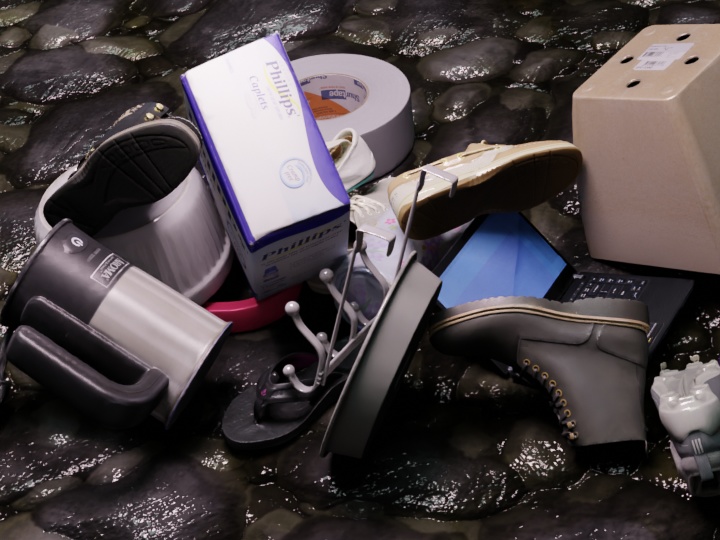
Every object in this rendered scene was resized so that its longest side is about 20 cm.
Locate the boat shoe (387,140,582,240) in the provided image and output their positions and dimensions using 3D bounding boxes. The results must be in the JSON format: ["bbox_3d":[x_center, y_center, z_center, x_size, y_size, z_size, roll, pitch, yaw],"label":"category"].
[{"bbox_3d":[0.120,-0.094,1.716,0.199,0.074,0.067,-16,45,-16],"label":"boat shoe"}]

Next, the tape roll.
[{"bbox_3d":[-0.038,-0.172,2.012,0.198,0.067,0.201,-5,35,3],"label":"tape roll"}]

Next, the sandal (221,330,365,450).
[{"bbox_3d":[-0.053,0.100,1.650,0.200,0.048,0.075,-32,43,-30],"label":"sandal"}]

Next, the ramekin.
[{"bbox_3d":[-0.235,-0.037,1.772,0.198,0.106,0.201,-9,37,7],"label":"ramekin"}]

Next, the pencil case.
[{"bbox_3d":[0.050,-0.020,1.770,0.090,0.084,0.200,19,42,18],"label":"pencil case"}]

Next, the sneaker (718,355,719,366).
[{"bbox_3d":[0.424,0.083,1.568,0.199,0.075,0.087,6,32,35],"label":"sneaker"}]

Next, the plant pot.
[{"bbox_3d":[0.322,-0.133,1.730,0.200,0.178,0.199,-42,29,-27],"label":"plant pot"}]

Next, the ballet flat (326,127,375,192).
[{"bbox_3d":[-0.059,-0.085,1.828,0.069,0.070,0.200,19,45,32],"label":"ballet flat"}]

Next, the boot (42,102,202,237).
[{"bbox_3d":[-0.205,-0.120,1.672,0.203,0.074,0.154,-30,20,38],"label":"boot"}]

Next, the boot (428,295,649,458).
[{"bbox_3d":[0.160,0.099,1.556,0.198,0.078,0.140,-3,70,6],"label":"boot"}]

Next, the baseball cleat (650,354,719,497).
[{"bbox_3d":[0.290,0.138,1.523,0.069,0.107,0.200,-12,4,17],"label":"baseball cleat"}]

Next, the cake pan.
[{"bbox_3d":[0.021,0.081,1.554,0.037,0.201,0.201,24,42,6],"label":"cake pan"}]

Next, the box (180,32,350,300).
[{"bbox_3d":[-0.090,-0.094,1.683,0.104,0.200,0.185,-21,75,-8],"label":"box"}]

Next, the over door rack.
[{"bbox_3d":[0.000,0.000,1.594,0.066,0.201,0.148,34,38,9],"label":"over door rack"}]

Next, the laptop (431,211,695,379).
[{"bbox_3d":[0.192,0.015,1.673,0.199,0.104,0.177,4,36,33],"label":"laptop"}]

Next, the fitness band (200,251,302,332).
[{"bbox_3d":[-0.156,0.010,1.810,0.198,0.038,0.144,0,39,12],"label":"fitness band"}]

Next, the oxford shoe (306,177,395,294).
[{"bbox_3d":[0.003,-0.050,1.842,0.075,0.058,0.200,9,36,28],"label":"oxford shoe"}]

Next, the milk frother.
[{"bbox_3d":[-0.252,0.092,1.642,0.187,0.200,0.181,32,50,2],"label":"milk frother"}]
